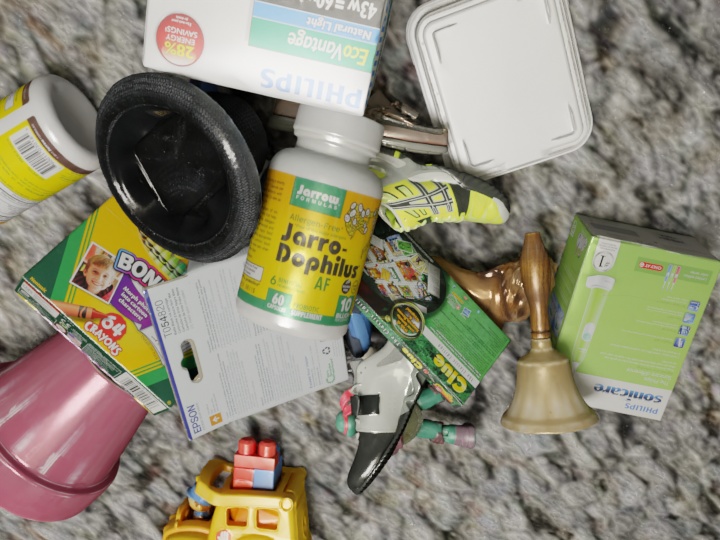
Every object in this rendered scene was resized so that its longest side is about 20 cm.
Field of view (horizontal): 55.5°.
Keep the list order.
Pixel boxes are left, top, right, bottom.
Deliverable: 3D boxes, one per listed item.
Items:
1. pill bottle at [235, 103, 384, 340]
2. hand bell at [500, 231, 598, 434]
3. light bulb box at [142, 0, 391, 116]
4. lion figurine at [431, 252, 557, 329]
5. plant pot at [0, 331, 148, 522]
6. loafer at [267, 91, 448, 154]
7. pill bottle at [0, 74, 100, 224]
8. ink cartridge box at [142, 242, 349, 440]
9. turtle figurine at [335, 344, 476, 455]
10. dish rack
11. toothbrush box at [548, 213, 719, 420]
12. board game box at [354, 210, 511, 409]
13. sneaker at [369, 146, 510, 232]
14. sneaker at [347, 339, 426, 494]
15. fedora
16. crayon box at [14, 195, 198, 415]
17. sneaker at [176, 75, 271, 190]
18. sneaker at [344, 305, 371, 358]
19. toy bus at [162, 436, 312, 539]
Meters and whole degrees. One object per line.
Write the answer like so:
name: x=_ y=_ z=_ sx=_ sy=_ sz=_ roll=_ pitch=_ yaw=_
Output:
pill bottle: x=-0.042 y=-0.046 z=0.644 sx=0.111 sy=0.113 sz=0.203 roll=15 pitch=95 yaw=-3
hand bell: x=0.190 y=0.061 z=0.730 sx=0.102 sy=0.104 sz=0.203 roll=-6 pitch=92 yaw=6
light bulb box: x=-0.071 y=-0.239 z=0.633 sx=0.195 sy=0.200 sz=0.127 roll=12 pitch=112 yaw=-2
lion figurine: x=0.120 y=0.023 z=0.791 sx=0.197 sy=0.073 sz=0.124 roll=10 pitch=115 yaw=-2
plant pot: x=-0.340 y=0.158 z=0.810 sx=0.179 sy=0.200 sz=0.200 roll=-43 pitch=103 yaw=9
loafer: x=-0.001 y=-0.166 z=0.728 sx=0.197 sy=0.072 sz=0.064 roll=10 pitch=100 yaw=7
pill bottle: x=-0.384 y=-0.120 z=0.747 sx=0.198 sy=0.110 sz=0.110 roll=-25 pitch=108 yaw=12
ink cartridge box: x=-0.117 y=0.065 z=0.743 sx=0.197 sy=0.041 sz=0.202 roll=-18 pitch=121 yaw=-19
turtle figurine: x=0.041 y=0.177 z=0.847 sx=0.197 sy=0.101 sz=0.152 roll=-1 pitch=111 yaw=-2
dish rack: x=0.151 y=-0.199 z=0.721 sx=0.169 sy=0.044 sz=0.202 roll=-17 pitch=110 yaw=9
toothbrush box: x=0.295 y=0.054 z=0.786 sx=0.143 sy=0.086 sz=0.203 roll=10 pitch=111 yaw=0
board game box: x=0.063 y=0.039 z=0.733 sx=0.200 sy=0.105 sz=0.023 roll=47 pitch=146 yaw=1
sneaker: x=0.066 y=-0.075 z=0.738 sx=0.197 sy=0.075 sz=0.078 roll=14 pitch=86 yaw=-11
sneaker: x=0.018 y=0.143 z=0.764 sx=0.088 sy=0.074 sz=0.202 roll=24 pitch=79 yaw=10
fedora: x=-0.152 y=-0.105 z=0.644 sx=0.198 sy=0.092 sz=0.203 roll=20 pitch=131 yaw=25
crayon box: x=-0.240 y=0.026 z=0.762 sx=0.200 sy=0.173 sz=0.058 roll=46 pitch=143 yaw=-14
sneaker: x=-0.111 y=-0.120 z=0.736 sx=0.144 sy=0.081 sz=0.203 roll=2 pitch=118 yaw=14
sneaker: x=0.000 y=0.000 z=0.786 sx=0.077 sy=0.066 sz=0.203 roll=-13 pitch=101 yaw=-15
toy bus: x=-0.163 y=0.309 z=0.897 sx=0.197 sy=0.136 sz=0.195 roll=1 pitch=98 yaw=6
